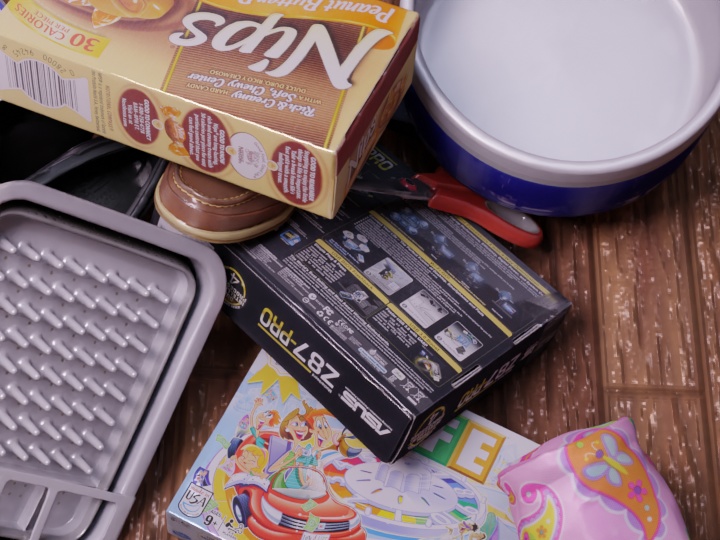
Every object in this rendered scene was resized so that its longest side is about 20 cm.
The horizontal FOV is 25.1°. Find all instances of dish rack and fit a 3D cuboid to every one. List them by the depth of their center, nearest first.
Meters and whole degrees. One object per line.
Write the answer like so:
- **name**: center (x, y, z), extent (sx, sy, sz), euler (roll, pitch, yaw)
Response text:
- **dish rack**: center (-0.172, 0.056, 0.840), extent (0.043, 0.171, 0.201), euler (31, 97, 46)

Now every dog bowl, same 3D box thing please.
- **dog bowl**: center (0.121, -0.136, 0.962), extent (0.199, 0.079, 0.201), euler (0, 71, -1)

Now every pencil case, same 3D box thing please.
- **pencil case**: center (0.144, 0.178, 0.836), extent (0.087, 0.087, 0.201), euler (-22, 78, -16)

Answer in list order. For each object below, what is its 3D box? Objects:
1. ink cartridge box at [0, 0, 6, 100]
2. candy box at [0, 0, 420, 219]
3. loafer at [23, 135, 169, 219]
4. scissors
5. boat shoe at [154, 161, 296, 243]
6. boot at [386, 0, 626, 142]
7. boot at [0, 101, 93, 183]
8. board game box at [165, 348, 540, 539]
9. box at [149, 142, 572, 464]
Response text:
- **ink cartridge box**: center (-0.297, -0.107, 0.940), extent (0.199, 0.047, 0.198), euler (-31, 52, -11)
- **candy box**: center (-0.081, -0.114, 0.858), extent (0.199, 0.055, 0.116), euler (21, 53, 11)
- **loafer**: center (-0.181, -0.014, 0.875), extent (0.068, 0.070, 0.201), euler (53, 55, -11)
- **scissors**: center (0.031, -0.050, 0.949), extent (0.199, 0.014, 0.073), euler (11, 33, -38)
- **boat shoe**: center (-0.045, -0.082, 0.912), extent (0.072, 0.068, 0.200), euler (34, 40, 13)
- **boot**: center (0.102, -0.102, 1.035), extent (0.199, 0.075, 0.097), euler (26, 83, 6)
- **boot**: center (-0.225, -0.010, 0.936), extent (0.210, 0.080, 0.158), euler (-29, 59, -7)
- **board game box**: center (0.011, 0.129, 0.902), extent (0.199, 0.034, 0.135), euler (24, 61, 10)
- **box**: center (0.000, 0.000, 0.935), extent (0.200, 0.049, 0.161), euler (41, 44, 18)
